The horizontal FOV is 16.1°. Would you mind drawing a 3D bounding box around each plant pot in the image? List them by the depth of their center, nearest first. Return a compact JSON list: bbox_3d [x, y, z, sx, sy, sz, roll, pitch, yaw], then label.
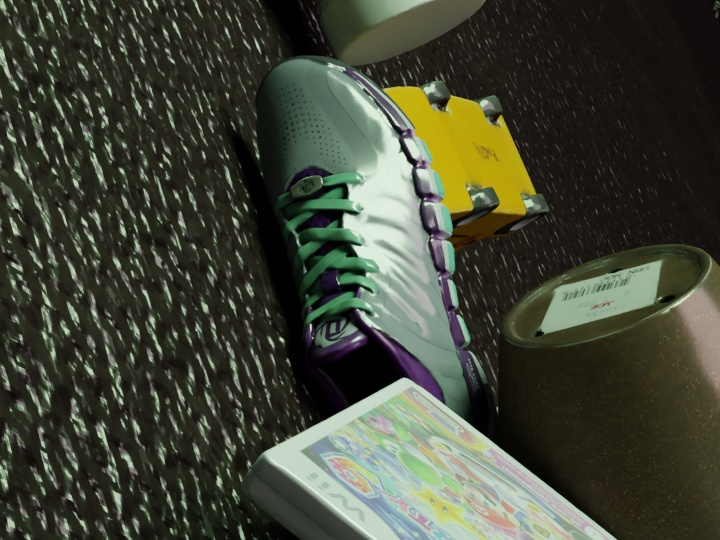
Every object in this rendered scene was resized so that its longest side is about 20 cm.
[{"bbox_3d":[0.133,0.099,1.069,0.187,0.186,0.201,-72,143,-69],"label":"plant pot"}]

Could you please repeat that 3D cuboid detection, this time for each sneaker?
[{"bbox_3d":[0.000,0.000,1.061,0.201,0.074,0.087,67,20,8],"label":"sneaker"}]

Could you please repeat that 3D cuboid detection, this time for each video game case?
[{"bbox_3d":[0.044,0.099,0.910,0.143,0.018,0.200,38,13,9],"label":"video game case"}]

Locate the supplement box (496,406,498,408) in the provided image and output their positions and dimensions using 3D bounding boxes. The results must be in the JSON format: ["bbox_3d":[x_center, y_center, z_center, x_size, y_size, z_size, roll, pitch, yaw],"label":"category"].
[{"bbox_3d":[0.124,0.090,1.263,0.061,0.108,0.200,66,16,13],"label":"supplement box"}]

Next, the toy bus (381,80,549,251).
[{"bbox_3d":[0.028,-0.041,1.206,0.065,0.078,0.200,65,15,7],"label":"toy bus"}]

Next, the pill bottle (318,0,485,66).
[{"bbox_3d":[-0.012,-0.210,1.279,0.201,0.112,0.112,67,15,8],"label":"pill bottle"}]
